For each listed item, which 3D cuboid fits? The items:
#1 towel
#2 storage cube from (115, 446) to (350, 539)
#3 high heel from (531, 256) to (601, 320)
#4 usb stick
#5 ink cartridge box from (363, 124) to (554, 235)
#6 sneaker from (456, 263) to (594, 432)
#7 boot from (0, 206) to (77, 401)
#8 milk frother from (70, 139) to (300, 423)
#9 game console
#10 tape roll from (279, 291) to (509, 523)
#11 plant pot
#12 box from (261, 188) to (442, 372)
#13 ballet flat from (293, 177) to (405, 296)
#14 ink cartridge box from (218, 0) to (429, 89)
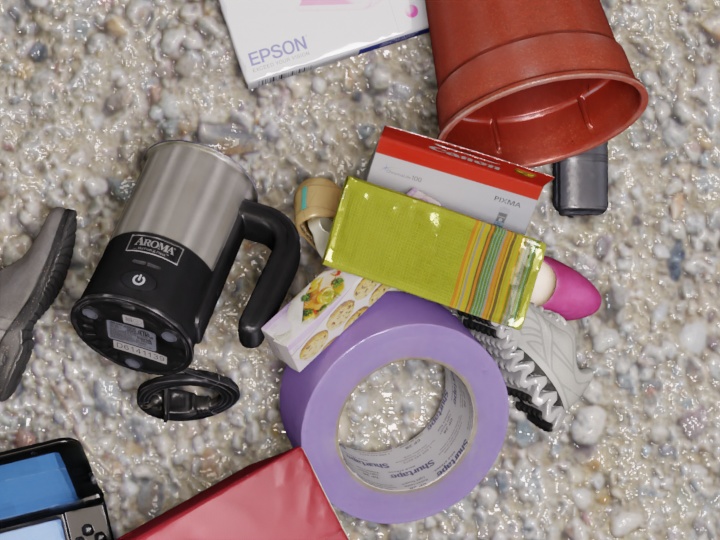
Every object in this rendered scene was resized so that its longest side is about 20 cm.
[{"bbox_3d":[0.068,-0.015,1.593,0.199,0.018,0.086,18,79,-17],"label":"towel"},{"bbox_3d":[-0.114,0.281,1.604,0.179,0.200,0.171,-28,88,-23],"label":"storage cube"},{"bbox_3d":[0.139,0.001,1.692,0.200,0.096,0.068,23,86,-2],"label":"high heel"},{"bbox_3d":[0.215,-0.151,1.737,0.055,0.033,0.201,1,87,-2],"label":"usb stick"},{"bbox_3d":[0.084,-0.075,1.641,0.160,0.200,0.047,17,83,-2],"label":"ink cartridge box"},{"bbox_3d":[0.154,0.058,1.684,0.081,0.075,0.200,-40,120,-13],"label":"sneaker"},{"bbox_3d":[-0.358,0.013,1.681,0.131,0.070,0.200,23,82,3],"label":"boot"},{"bbox_3d":[-0.164,0.020,1.666,0.180,0.200,0.188,26,56,-7],"label":"milk frother"},{"bbox_3d":[-0.333,0.258,1.643,0.199,0.116,0.176,-13,88,-3],"label":"game console"},{"bbox_3d":[0.031,0.127,1.645,0.199,0.085,0.201,-7,113,-16],"label":"tape roll"},{"bbox_3d":[0.145,-0.221,1.655,0.200,0.201,0.196,-12,71,-4],"label":"plant pot"},{"bbox_3d":[-0.003,0.008,1.602,0.200,0.041,0.039,-42,50,-18],"label":"box"},{"bbox_3d":[0.000,0.000,1.667,0.069,0.063,0.200,-29,119,27],"label":"ballet flat"},{"bbox_3d":[-0.048,-0.300,1.726,0.196,0.043,0.201,-19,90,-4],"label":"ink cartridge box"}]
